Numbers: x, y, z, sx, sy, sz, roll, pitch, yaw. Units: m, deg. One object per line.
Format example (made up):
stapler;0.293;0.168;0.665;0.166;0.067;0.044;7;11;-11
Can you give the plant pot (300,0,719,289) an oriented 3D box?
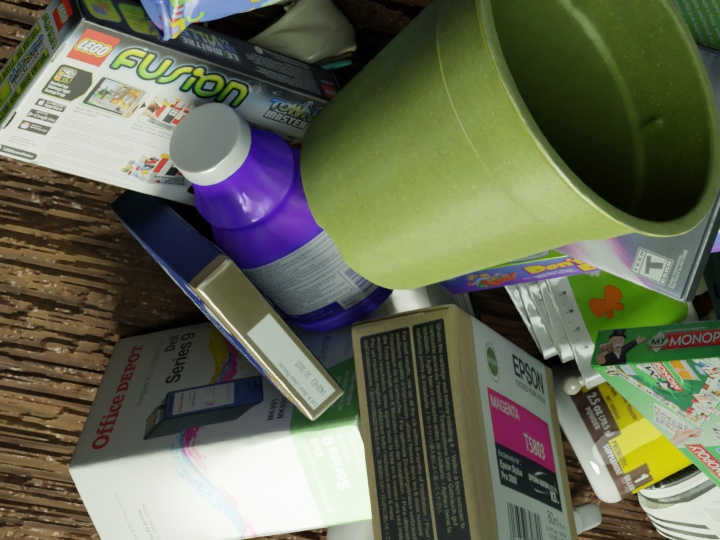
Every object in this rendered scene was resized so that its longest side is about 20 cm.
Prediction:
plant pot;0.068;-0.079;0.982;0.200;0.201;0.189;36;136;-28

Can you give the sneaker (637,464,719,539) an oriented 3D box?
sneaker;0.313;0.153;1.355;0.199;0.076;0.116;-20;131;7

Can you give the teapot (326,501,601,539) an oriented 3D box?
teapot;0.060;0.209;1.277;0.199;0.146;0.198;34;73;-8

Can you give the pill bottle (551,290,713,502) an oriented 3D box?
pill bottle;0.240;0.080;1.262;0.199;0.109;0.110;-28;122;3

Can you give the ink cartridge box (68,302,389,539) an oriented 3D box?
ink cartridge box;-0.075;0.102;1.145;0.199;0.146;0.088;-12;120;16

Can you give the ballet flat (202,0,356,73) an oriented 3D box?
ballet flat;-0.101;-0.128;1.095;0.199;0.070;0.070;-22;122;-3

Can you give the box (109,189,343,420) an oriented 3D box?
box;-0.092;0.010;1.088;0.032;0.200;0.121;-42;121;-5

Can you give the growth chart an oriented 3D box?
growth chart;0.155;-0.016;1.203;0.144;0.018;0.201;-33;97;4

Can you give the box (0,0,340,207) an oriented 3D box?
box;-0.115;-0.095;1.029;0.199;0.035;0.110;15;130;-42

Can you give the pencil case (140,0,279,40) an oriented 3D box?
pencil case;-0.030;-0.188;0.949;0.199;0.087;0.079;-17;111;-4

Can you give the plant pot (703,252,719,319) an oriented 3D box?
plant pot;0.331;-0.021;1.140;0.199;0.198;0.196;-13;162;-3

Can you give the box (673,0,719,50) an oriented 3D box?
box;0.264;-0.187;1.061;0.199;0.145;0.036;-19;165;-7

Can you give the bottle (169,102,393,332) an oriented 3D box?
bottle;-0.049;-0.032;1.061;0.083;0.066;0.200;-28;145;12

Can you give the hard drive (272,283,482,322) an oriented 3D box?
hard drive;0.000;0.000;1.187;0.139;0.038;0.201;-14;121;7

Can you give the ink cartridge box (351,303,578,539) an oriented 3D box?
ink cartridge box;0.072;0.126;1.110;0.075;0.166;0.200;-13;161;22

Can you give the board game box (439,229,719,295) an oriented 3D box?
board game box;0.142;-0.069;1.102;0.199;0.135;0.045;-10;162;19

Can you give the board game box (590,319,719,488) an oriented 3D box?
board game box;0.259;0.094;1.138;0.134;0.029;0.200;-6;146;39

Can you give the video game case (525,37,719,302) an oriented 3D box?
video game case;0.134;-0.083;1.046;0.019;0.199;0.144;4;106;-59
